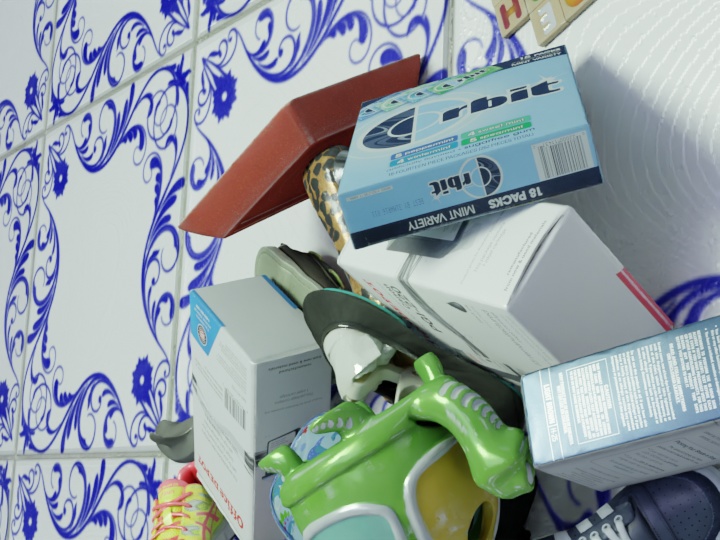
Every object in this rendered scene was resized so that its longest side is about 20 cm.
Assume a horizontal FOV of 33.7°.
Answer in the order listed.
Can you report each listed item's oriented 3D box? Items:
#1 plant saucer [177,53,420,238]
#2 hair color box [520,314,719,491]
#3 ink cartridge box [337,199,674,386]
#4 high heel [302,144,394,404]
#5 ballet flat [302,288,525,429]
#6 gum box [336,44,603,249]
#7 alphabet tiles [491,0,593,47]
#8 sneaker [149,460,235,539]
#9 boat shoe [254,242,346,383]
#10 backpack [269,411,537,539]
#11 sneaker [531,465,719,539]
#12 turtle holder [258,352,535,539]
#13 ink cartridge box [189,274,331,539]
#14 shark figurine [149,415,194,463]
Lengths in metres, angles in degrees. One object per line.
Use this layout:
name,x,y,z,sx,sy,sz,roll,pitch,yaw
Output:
plant saucer,-0.046,-0.105,1.082,0.037,0.199,0.199,54,132,6
hair color box,0.204,0.072,0.690,0.198,0.100,0.061,-20,63,30
ink cartridge box,0.098,0.015,0.847,0.085,0.145,0.199,-55,33,-11
high heel,0.000,0.000,0.990,0.141,0.071,0.204,15,106,47
ballet flat,0.029,0.076,0.886,0.198,0.068,0.069,26,132,19
gum box,0.076,-0.094,0.843,0.201,0.167,0.045,-77,-30,-65
alphabet tiles,0.168,-0.286,0.954,0.200,0.007,0.170,-39,52,42
sneaker,-0.177,0.252,1.151,0.077,0.200,0.091,-22,102,12
boat shoe,-0.034,0.035,1.111,0.201,0.060,0.073,48,130,47
backpack,0.020,0.192,0.941,0.165,0.152,0.200,-64,21,-4
sneaker,0.144,0.191,0.766,0.200,0.108,0.071,-40,72,38
turtle holder,0.038,0.136,0.782,0.184,0.141,0.133,-34,82,18
ink cartridge box,-0.096,0.129,1.104,0.146,0.085,0.203,41,136,50
shark figurine,-0.180,0.155,1.269,0.215,0.088,0.129,-54,44,34
